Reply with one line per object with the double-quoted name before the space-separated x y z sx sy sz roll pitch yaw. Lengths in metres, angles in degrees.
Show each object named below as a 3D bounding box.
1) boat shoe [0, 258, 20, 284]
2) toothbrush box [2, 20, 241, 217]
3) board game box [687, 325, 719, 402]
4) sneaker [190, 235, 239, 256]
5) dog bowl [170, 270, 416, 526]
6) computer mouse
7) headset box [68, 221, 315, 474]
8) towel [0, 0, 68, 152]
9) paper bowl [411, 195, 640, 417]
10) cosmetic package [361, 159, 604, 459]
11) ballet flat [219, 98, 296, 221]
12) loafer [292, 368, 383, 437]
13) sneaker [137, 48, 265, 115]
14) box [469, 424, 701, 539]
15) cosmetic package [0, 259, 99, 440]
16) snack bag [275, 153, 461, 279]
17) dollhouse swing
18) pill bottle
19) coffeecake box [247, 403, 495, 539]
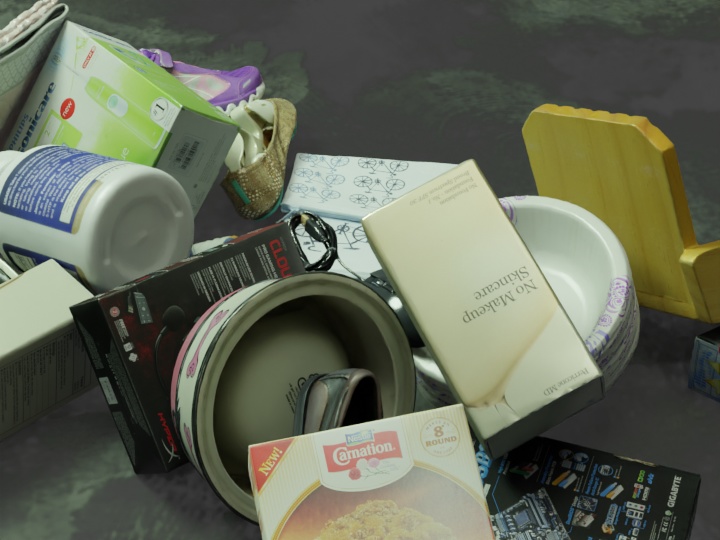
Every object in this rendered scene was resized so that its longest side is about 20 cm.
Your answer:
"boat shoe" -0.352 0.008 1.540 0.199 0.075 0.066 35 77 26
"toothbrush box" -0.229 -0.125 1.634 0.086 0.146 0.200 16 17 -49
"board game box" 0.389 0.088 1.445 0.199 0.062 0.200 -12 39 -14
"sneaker" -0.162 0.047 1.500 0.088 0.075 0.200 -4 32 24
"dog bowl" -0.058 0.095 1.330 0.200 0.201 0.074 -24 20 -29
"computer mouse" 0.000 0.000 1.428 0.059 0.034 0.200 -43 51 -14
"headset box" -0.112 0.058 1.397 0.200 0.149 0.075 -23 5 -29
"towel" -0.358 -0.148 1.649 0.032 0.191 0.200 32 43 7
"paper bowl" 0.132 0.044 1.436 0.200 0.104 0.201 -9 52 12
"cosmetic package" 0.093 0.029 1.315 0.103 0.073 0.200 -30 69 -2
"ballet flat" -0.104 -0.129 1.713 0.070 0.065 0.200 -31 30 19
"loafer" -0.012 0.167 1.249 0.072 0.063 0.200 11 68 -35
"sneaker" -0.193 -0.189 1.770 0.200 0.089 0.080 -17 14 -24
"box" 0.140 0.209 1.290 0.198 0.050 0.200 11 39 14
"cosmetic package" -0.310 0.085 1.398 0.200 0.104 0.073 -30 56 -36
"snack bag" 0.013 -0.049 1.656 0.188 0.021 0.200 6 37 6
"dollhouse swing" 0.261 -0.065 1.493 0.181 0.176 0.200 -15 18 -33
"pill bottle" -0.252 -0.046 1.503 0.200 0.120 0.120 16 37 41
"coffeecake box" 0.016 0.207 1.178 0.153 0.073 0.200 -11 74 -7
